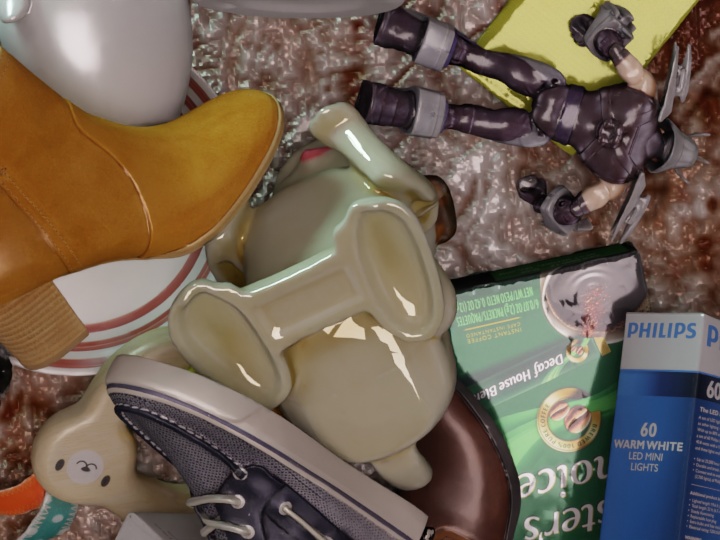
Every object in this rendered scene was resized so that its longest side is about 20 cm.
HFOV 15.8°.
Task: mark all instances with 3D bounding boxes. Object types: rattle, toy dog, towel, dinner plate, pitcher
[{"bbox_3d":[-0.121,0.123,1.429,0.199,0.143,0.131,-19,133,-9],"label":"rattle"},{"bbox_3d":[0.000,0.000,1.384,0.139,0.200,0.194,-33,113,17],"label":"toy dog"},{"bbox_3d":[0.148,-0.168,1.459,0.086,0.018,0.200,38,97,-3],"label":"towel"},{"bbox_3d":[-0.160,-0.041,1.457,0.199,0.024,0.202,0,99,-3],"label":"dinner plate"},{"bbox_3d":[-0.168,-0.163,1.346,0.121,0.171,0.201,-15,88,23],"label":"pitcher"}]

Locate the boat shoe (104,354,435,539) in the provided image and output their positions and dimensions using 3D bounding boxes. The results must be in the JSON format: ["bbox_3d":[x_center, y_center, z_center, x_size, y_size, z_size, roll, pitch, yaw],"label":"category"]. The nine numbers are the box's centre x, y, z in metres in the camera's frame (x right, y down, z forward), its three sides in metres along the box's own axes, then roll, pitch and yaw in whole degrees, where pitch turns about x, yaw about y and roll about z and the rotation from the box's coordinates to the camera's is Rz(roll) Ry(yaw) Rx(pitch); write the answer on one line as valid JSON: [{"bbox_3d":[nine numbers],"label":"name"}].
[{"bbox_3d":[-0.057,0.126,1.308,0.199,0.075,0.093,32,71,-21],"label":"boat shoe"}]

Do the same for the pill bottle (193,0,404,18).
[{"bbox_3d":[-0.032,-0.241,1.376,0.119,0.120,0.201,1,88,-4],"label":"pill bottle"}]

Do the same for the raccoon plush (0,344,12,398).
[{"bbox_3d":[-0.260,0.016,1.388,0.133,0.097,0.201,15,141,9],"label":"raccoon plush"}]

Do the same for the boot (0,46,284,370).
[{"bbox_3d":[-0.136,-0.061,1.278,0.201,0.071,0.144,-45,128,-17],"label":"boot"}]

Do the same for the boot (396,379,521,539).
[{"bbox_3d":[-0.003,0.166,1.409,0.199,0.068,0.189,-20,110,-37],"label":"boot"}]

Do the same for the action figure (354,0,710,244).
[{"bbox_3d":[0.100,-0.091,1.431,0.199,0.069,0.131,17,91,-5],"label":"action figure"}]

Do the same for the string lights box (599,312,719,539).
[{"bbox_3d":[0.188,0.131,1.437,0.102,0.059,0.201,17,77,-44],"label":"string lights box"}]

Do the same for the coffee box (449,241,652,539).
[{"bbox_3d":[0.120,0.093,1.486,0.122,0.044,0.201,-11,101,-2],"label":"coffee box"}]

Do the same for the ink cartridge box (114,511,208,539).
[{"bbox_3d":[-0.065,0.201,1.446,0.068,0.199,0.116,38,107,36],"label":"ink cartridge box"}]
